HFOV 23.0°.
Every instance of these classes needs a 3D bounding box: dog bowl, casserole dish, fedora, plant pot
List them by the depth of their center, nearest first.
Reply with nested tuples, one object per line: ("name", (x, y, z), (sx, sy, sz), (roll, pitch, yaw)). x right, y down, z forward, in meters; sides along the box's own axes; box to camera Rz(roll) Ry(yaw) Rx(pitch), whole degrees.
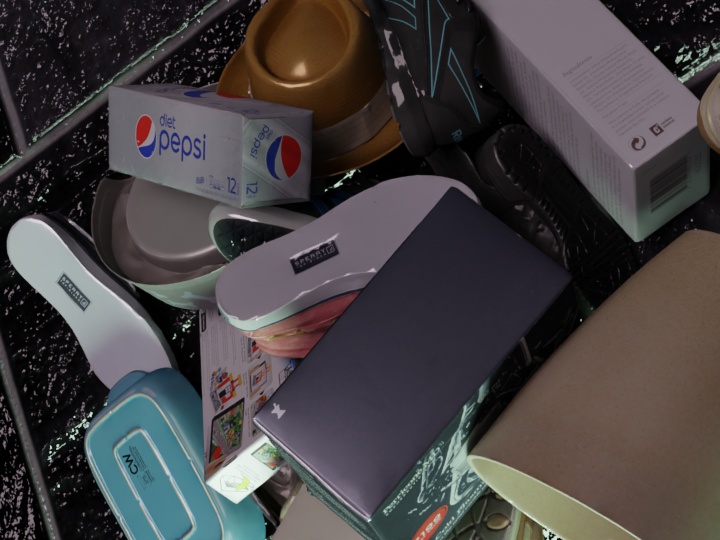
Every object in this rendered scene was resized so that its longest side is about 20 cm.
("plant pot", (0.197, 0.083, 1.117), (0.186, 0.187, 0.201), (26, 77, 34))
("fedora", (-0.035, -0.161, 1.361), (0.198, 0.082, 0.202), (-9, 48, 10))
("dog bowl", (-0.117, -0.057, 1.421), (0.198, 0.059, 0.202), (-15, 51, 19))
("casserole dish", (-0.158, 0.175, 1.438), (0.121, 0.039, 0.201), (-38, 73, 25))

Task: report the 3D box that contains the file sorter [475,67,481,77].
("file sorter", (0.089, -0.270, 1.322), (0.200, 0.122, 0.139), (-43, 62, 20))

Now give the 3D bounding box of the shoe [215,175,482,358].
("shoe", (0.000, 0.000, 1.263), (0.198, 0.091, 0.072), (-22, 63, 7))

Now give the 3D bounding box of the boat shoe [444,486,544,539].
("boat shoe", (0.098, 0.205, 1.264), (0.075, 0.071, 0.202), (1, 82, 42))

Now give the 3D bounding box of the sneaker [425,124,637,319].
("sneaker", (0.121, -0.036, 1.294), (0.201, 0.060, 0.104), (56, 153, -1))

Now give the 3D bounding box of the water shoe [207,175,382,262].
("water shoe", (-0.016, -0.031, 1.334), (0.072, 0.198, 0.079), (110, 168, -48))

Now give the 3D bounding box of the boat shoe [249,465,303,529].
("boat shoe", (-0.038, 0.181, 1.361), (0.200, 0.065, 0.072), (40, 105, 33))

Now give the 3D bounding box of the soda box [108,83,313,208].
("soda box", (-0.115, -0.097, 1.321), (0.199, 0.063, 0.069), (17, 109, 52))

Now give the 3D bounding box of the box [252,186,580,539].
("box", (0.046, 0.079, 1.165), (0.104, 0.182, 0.200), (37, 81, 21))

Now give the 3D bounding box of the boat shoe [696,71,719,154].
("boat shoe", (0.295, -0.161, 1.159), (0.072, 0.065, 0.201), (39, 75, -6))

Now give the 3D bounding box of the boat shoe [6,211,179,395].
("boat shoe", (-0.216, 0.030, 1.507), (0.200, 0.068, 0.072), (46, 114, 8))

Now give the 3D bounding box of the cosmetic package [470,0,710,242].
("cosmetic package", (0.159, -0.129, 1.252), (0.071, 0.102, 0.200), (-34, 61, -9))

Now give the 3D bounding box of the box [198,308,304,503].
("box", (-0.075, 0.072, 1.365), (0.110, 0.035, 0.201), (-39, 33, 22))

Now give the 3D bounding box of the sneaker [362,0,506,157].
("sneaker", (0.042, -0.184, 1.245), (0.079, 0.075, 0.202), (-16, 104, 10))

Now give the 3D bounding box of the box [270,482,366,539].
("box", (0.023, 0.139, 1.288), (0.082, 0.068, 0.201), (25, 77, 30))
